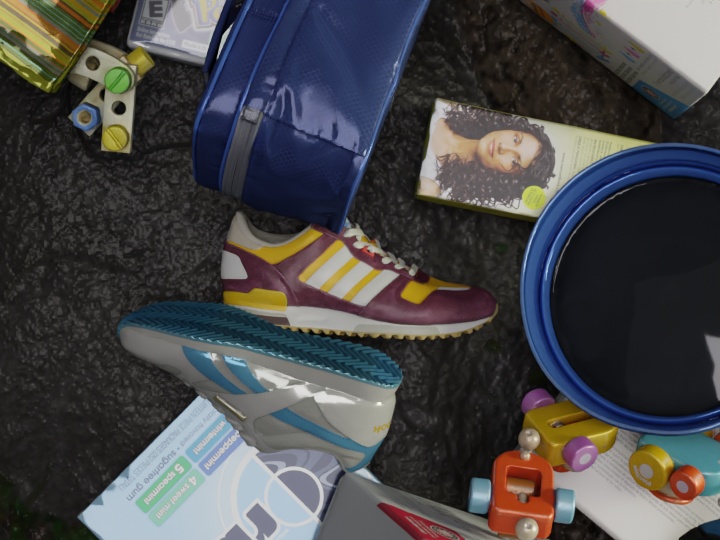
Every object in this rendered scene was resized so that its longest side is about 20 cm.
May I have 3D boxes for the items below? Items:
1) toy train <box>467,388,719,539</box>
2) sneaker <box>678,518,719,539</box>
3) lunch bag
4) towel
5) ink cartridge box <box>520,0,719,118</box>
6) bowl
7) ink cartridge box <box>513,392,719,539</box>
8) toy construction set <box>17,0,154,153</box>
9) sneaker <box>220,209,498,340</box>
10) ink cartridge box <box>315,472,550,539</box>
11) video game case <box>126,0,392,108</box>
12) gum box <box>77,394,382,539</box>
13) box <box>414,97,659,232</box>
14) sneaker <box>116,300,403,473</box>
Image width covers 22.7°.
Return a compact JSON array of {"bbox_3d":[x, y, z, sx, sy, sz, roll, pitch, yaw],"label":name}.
[{"bbox_3d":[0.168,0.148,1.206,0.199,0.150,0.056,5,124,-3],"label":"toy train"},{"bbox_3d":[0.234,0.249,1.238,0.082,0.073,0.200,23,127,-8],"label":"sneaker"},{"bbox_3d":[-0.038,-0.141,1.218,0.132,0.136,0.200,21,70,-1],"label":"lunch bag"},{"bbox_3d":[-0.188,-0.223,1.195,0.086,0.018,0.200,34,97,-4],"label":"towel"},{"bbox_3d":[0.189,-0.223,1.261,0.200,0.129,0.125,37,87,2],"label":"ink cartridge box"},{"bbox_3d":[0.209,0.014,1.216,0.200,0.039,0.201,-4,77,17],"label":"bowl"},{"bbox_3d":[0.241,0.128,1.284,0.200,0.045,0.176,40,88,1],"label":"ink cartridge box"},{"bbox_3d":[-0.170,-0.194,1.247,0.131,0.092,0.200,31,87,-3],"label":"toy construction set"},{"bbox_3d":[0.000,0.000,1.273,0.199,0.075,0.090,2,93,-1],"label":"sneaker"},{"bbox_3d":[0.083,0.218,1.194,0.200,0.145,0.084,21,92,-23],"label":"ink cartridge box"},{"bbox_3d":[-0.054,-0.227,1.310,0.199,0.023,0.183,13,87,0],"label":"video game case"},{"bbox_3d":[-0.071,0.185,1.277,0.200,0.045,0.170,44,86,2],"label":"gum box"},{"bbox_3d":[0.143,-0.068,1.291,0.199,0.050,0.076,10,88,-1],"label":"box"},{"bbox_3d":[-0.076,0.077,1.225,0.199,0.077,0.081,18,110,9],"label":"sneaker"}]
